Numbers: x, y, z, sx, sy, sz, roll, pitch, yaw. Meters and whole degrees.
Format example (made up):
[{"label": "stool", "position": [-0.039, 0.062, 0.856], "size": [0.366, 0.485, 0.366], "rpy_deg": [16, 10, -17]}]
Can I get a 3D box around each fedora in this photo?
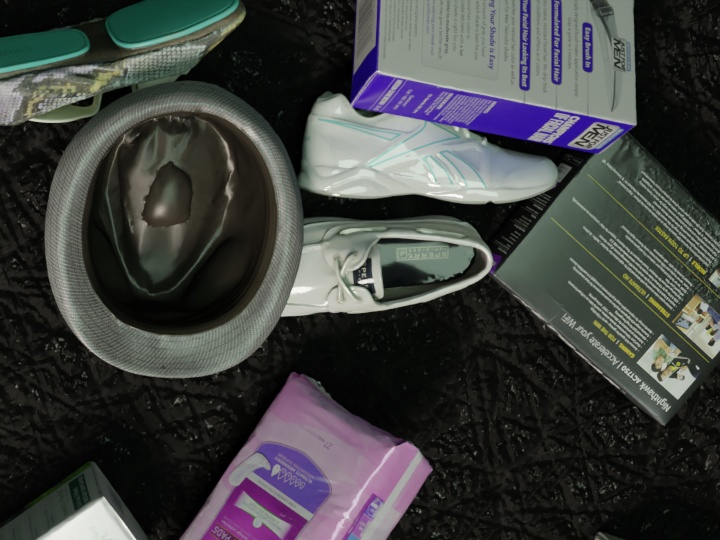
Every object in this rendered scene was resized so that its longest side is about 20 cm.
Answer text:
[{"label": "fedora", "position": [-0.132, -0.033, 1.035], "size": [0.176, 0.090, 0.201], "rpy_deg": [-2, 102, -15]}]

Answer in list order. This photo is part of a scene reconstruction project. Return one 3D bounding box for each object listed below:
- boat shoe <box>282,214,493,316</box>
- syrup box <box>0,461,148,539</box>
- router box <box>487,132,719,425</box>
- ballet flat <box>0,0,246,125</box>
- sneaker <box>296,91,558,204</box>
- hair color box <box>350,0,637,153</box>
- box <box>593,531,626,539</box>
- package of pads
[{"label": "boat shoe", "position": [0.000, 0.000, 1.091], "size": [0.199, 0.066, 0.072], "rpy_deg": [-3, 102, -15]}, {"label": "syrup box", "position": [-0.250, 0.235, 1.065], "size": [0.200, 0.079, 0.082], "rpy_deg": [-34, 108, -6]}, {"label": "router box", "position": [0.210, 0.002, 1.156], "size": [0.200, 0.051, 0.149], "rpy_deg": [41, 91, -19]}, {"label": "ballet flat", "position": [-0.174, -0.142, 1.023], "size": [0.200, 0.072, 0.072], "rpy_deg": [-16, 105, -11]}, {"label": "sneaker", "position": [0.054, -0.089, 1.086], "size": [0.199, 0.070, 0.081], "rpy_deg": [3, 94, -16]}, {"label": "hair color box", "position": [0.096, -0.158, 1.063], "size": [0.199, 0.065, 0.110], "rpy_deg": [9, 69, -16]}, {"label": "box", "position": [0.275, 0.293, 1.220], "size": [0.199, 0.078, 0.095], "rpy_deg": [18, 97, -18]}, {"label": "package of pads", "position": [-0.052, 0.185, 1.073], "size": [0.200, 0.120, 0.076], "rpy_deg": [-55, 142, -8]}]
